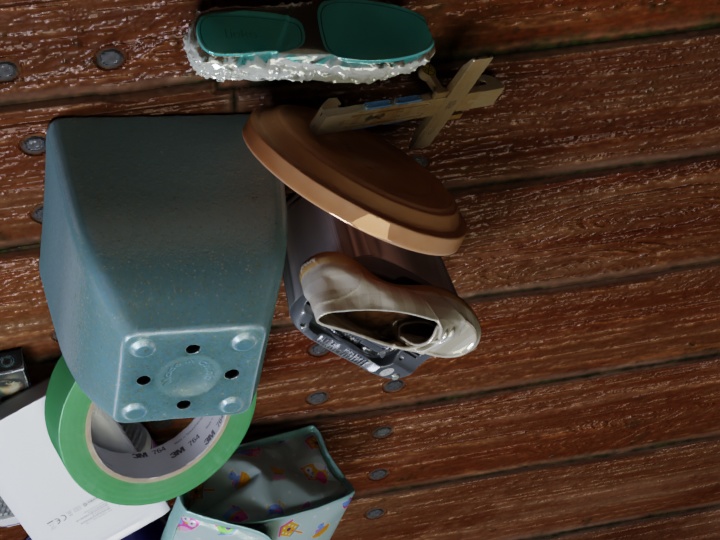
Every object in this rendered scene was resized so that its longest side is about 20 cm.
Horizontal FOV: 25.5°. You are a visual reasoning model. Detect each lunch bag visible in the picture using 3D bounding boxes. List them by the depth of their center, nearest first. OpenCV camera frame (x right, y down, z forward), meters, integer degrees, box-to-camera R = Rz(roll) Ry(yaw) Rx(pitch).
[{"bbox_3d":[-0.126,0.271,1.671,0.199,0.122,0.171,-15,146,-36],"label":"lunch bag"}]

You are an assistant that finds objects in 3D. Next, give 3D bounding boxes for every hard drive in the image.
[{"bbox_3d":[-0.285,0.195,1.546,0.131,0.027,0.201,-28,127,-5],"label":"hard drive"}]

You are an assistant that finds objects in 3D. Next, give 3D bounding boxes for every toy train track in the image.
[{"bbox_3d":[0.036,-0.142,1.299,0.199,0.033,0.115,-15,153,-40],"label":"toy train track"}]

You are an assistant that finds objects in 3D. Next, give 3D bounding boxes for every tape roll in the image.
[{"bbox_3d":[-0.197,0.125,1.501,0.199,0.048,0.202,-14,123,-23],"label":"tape roll"}]

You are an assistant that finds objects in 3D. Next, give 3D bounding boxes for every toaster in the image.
[{"bbox_3d":[0.000,0.000,1.417,0.113,0.130,0.199,-37,137,23],"label":"toaster"}]

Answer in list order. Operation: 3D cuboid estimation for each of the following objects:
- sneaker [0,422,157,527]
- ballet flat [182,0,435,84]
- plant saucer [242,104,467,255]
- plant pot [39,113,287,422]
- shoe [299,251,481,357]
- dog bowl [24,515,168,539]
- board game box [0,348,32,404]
[{"bbox_3d":[-0.295,0.233,1.639,0.198,0.073,0.115,-17,144,0],"label":"sneaker"},{"bbox_3d":[-0.042,-0.176,1.251,0.198,0.072,0.072,0,139,-11],"label":"ballet flat"},{"bbox_3d":[0.000,-0.079,1.275,0.199,0.200,0.033,18,110,-35],"label":"plant saucer"},{"bbox_3d":[-0.158,0.011,1.319,0.194,0.201,0.197,-2,139,-16],"label":"plant pot"},{"bbox_3d":[0.029,0.043,1.331,0.199,0.054,0.070,22,128,-38],"label":"shoe"},{"bbox_3d":[-0.286,0.349,1.772,0.198,0.079,0.201,-10,141,-8],"label":"dog bowl"},{"bbox_3d":[-0.410,0.142,1.521,0.198,0.028,0.136,-11,141,-8],"label":"board game box"}]
